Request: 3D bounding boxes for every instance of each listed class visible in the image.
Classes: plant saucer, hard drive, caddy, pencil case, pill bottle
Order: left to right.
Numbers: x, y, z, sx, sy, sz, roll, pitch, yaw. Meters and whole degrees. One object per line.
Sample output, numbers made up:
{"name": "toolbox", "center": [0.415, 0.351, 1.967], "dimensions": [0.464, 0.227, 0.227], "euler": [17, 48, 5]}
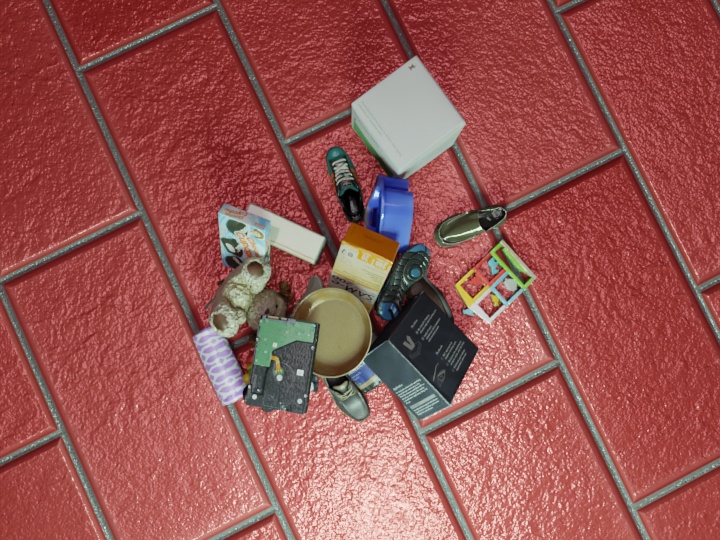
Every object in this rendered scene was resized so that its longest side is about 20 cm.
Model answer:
{"name": "pencil case", "center": [-0.334, 0.224, 1.323], "dimensions": [0.083, 0.085, 0.202], "euler": [-24, 87, 32]}
{"name": "hard drive", "center": [-0.172, 0.208, 1.219], "dimensions": [0.138, 0.038, 0.203], "euler": [7, 83, 7]}
{"name": "plant saucer", "center": [-0.065, 0.141, 1.248], "dimensions": [0.197, 0.035, 0.203], "euler": [-2, 84, 17]}
{"name": "pill bottle", "center": [-0.012, 0.184, 1.313], "dimensions": [0.112, 0.112, 0.201], "euler": [-40, 88, -3]}
{"name": "caddy", "center": [0.061, -0.129, 1.302], "dimensions": [0.103, 0.142, 0.202], "euler": [1, 124, -5]}

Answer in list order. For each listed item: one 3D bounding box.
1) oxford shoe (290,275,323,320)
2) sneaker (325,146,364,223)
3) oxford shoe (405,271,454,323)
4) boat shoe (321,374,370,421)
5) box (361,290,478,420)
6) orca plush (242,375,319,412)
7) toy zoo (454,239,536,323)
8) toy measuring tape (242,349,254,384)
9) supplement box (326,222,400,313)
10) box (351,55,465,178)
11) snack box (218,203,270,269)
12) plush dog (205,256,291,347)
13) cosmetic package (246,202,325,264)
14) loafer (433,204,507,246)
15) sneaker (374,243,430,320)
{"name": "oxford shoe", "center": [-0.138, 0.105, 1.321], "dimensions": [0.057, 0.075, 0.202], "euler": [24, 73, -30]}
{"name": "sneaker", "center": [-0.034, -0.219, 1.351], "dimensions": [0.071, 0.080, 0.202], "euler": [-20, 87, -2]}
{"name": "oxford shoe", "center": [0.158, 0.064, 1.348], "dimensions": [0.084, 0.073, 0.201], "euler": [-35, 76, 0]}
{"name": "boat shoe", "center": [-0.049, 0.285, 1.325], "dimensions": [0.074, 0.073, 0.201], "euler": [-38, 88, -3]}
{"name": "box", "center": [0.141, 0.194, 1.261], "dimensions": [0.200, 0.117, 0.197], "euler": [46, 44, -2]}
{"name": "orca plush", "center": [-0.198, 0.269, 1.315], "dimensions": [0.198, 0.071, 0.106], "euler": [-17, 127, -29]}
{"name": "toy zoo", "center": [0.328, 0.038, 1.374], "dimensions": [0.200, 0.020, 0.131], "euler": [-42, 88, -4]}
{"name": "toy measuring tape", "center": [-0.219, 0.198, 1.339], "dimensions": [0.073, 0.074, 0.200], "euler": [40, 63, 1]}
{"name": "supplement box", "center": [0.000, 0.000, 1.283], "dimensions": [0.125, 0.201, 0.074], "euler": [23, 47, 1]}
{"name": "box", "center": [0.109, -0.353, 1.317], "dimensions": [0.199, 0.171, 0.200], "euler": [-36, 88, -3]}
{"name": "snack box", "center": [-0.271, -0.063, 1.283], "dimensions": [0.115, 0.201, 0.037], "euler": [20, 54, 4]}
{"name": "plush dog", "center": [-0.258, 0.082, 1.312], "dimensions": [0.171, 0.160, 0.201], "euler": [36, 79, -23]}
{"name": "cosmetic package", "center": [-0.185, -0.087, 1.331], "dimensions": [0.198, 0.104, 0.074], "euler": [24, 87, 1]}
{"name": "loafer", "center": [0.276, -0.119, 1.358], "dimensions": [0.198, 0.070, 0.076], "euler": [-24, 87, -3]}
{"name": "sneaker", "center": [0.091, 0.021, 1.297], "dimensions": [0.073, 0.082, 0.201], "euler": [35, 85, -14]}
